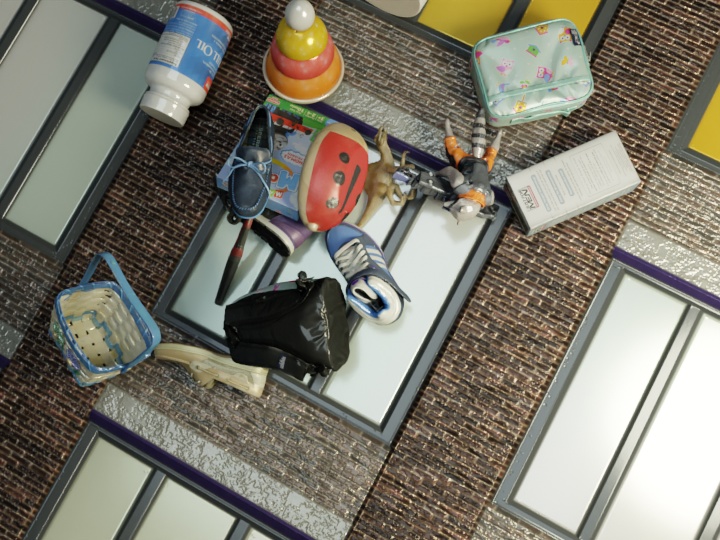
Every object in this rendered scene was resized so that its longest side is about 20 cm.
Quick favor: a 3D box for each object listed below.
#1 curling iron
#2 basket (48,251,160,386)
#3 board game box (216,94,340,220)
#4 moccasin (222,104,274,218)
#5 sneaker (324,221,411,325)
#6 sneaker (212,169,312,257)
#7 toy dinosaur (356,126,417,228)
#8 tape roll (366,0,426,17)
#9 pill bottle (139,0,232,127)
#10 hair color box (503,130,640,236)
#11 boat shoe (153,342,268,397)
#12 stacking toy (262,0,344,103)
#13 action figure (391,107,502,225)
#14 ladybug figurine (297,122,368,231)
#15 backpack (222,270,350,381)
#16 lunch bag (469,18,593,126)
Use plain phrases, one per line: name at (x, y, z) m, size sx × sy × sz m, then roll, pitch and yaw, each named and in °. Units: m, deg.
curling iron at (-0.219, -0.033, 1.345) m, size 0.049 × 0.026 × 0.201 m, roll 20°, pitch 111°, yaw 13°
basket at (-0.414, 0.091, 1.293) m, size 0.200 × 0.139 × 0.177 m, roll -44°, pitch 74°, yaw 32°
board game box at (-0.133, -0.197, 1.358) m, size 0.151 × 0.037 × 0.200 m, roll 23°, pitch 63°, yaw 6°
moccasin at (-0.182, -0.182, 1.285) m, size 0.080 × 0.068 × 0.201 m, roll 2°, pitch 63°, yaw -5°
sneaker at (0.000, 0.000, 1.287) m, size 0.080 × 0.146 × 0.200 m, roll -36°, pitch 84°, yaw 10°
sneaker at (-0.167, -0.115, 1.377) m, size 0.200 × 0.076 × 0.088 m, roll 42°, pitch 66°, yaw 10°
toy dinosaur at (0.041, -0.143, 1.371) m, size 0.101 × 0.058 × 0.201 m, roll 17°, pitch 95°, yaw 24°
tape roll at (0.056, -0.556, 1.354) m, size 0.202 × 0.203 × 0.139 m, roll 32°, pitch 85°, yaw 9°
pill bottle at (-0.312, -0.361, 1.398) m, size 0.112 × 0.112 × 0.201 m, roll 21°, pitch 84°, yaw 8°
hair color box at (0.354, -0.145, 1.332) m, size 0.199 × 0.061 × 0.099 m, roll -23°, pitch 79°, yaw 0°
boat shoe at (-0.257, 0.166, 1.329) m, size 0.199 × 0.072 × 0.065 m, roll 13°, pitch 81°, yaw 1°
stacking toy at (-0.097, -0.390, 1.333) m, size 0.145 × 0.200 × 0.147 m, roll 1°, pitch 70°, yaw -3°
action figure at (0.160, -0.170, 1.310) m, size 0.199 × 0.105 × 0.194 m, roll 14°, pitch 63°, yaw -21°
ladybug figurine at (-0.040, -0.152, 1.311) m, size 0.072 × 0.136 × 0.201 m, roll 8°, pitch 70°, yaw 31°
backpack at (-0.119, 0.094, 1.273) m, size 0.199 × 0.126 × 0.168 m, roll -7°, pitch 83°, yaw 28°
lunch bag at (0.297, -0.336, 1.359) m, size 0.199 × 0.077 × 0.161 m, roll -13°, pitch 80°, yaw 2°
